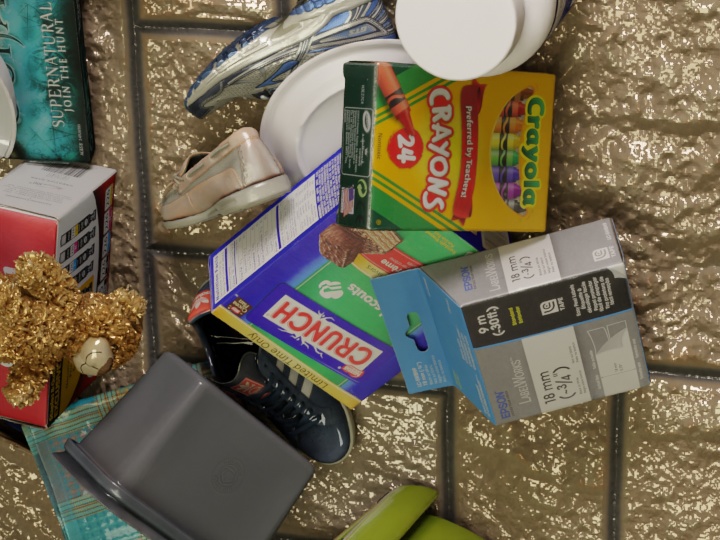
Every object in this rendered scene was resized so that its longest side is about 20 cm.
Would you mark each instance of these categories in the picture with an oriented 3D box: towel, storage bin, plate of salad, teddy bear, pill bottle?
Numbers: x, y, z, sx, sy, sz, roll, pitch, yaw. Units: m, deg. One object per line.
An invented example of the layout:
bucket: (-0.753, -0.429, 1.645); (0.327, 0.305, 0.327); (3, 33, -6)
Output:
towel: (-0.191, 0.171, 1.792); (0.199, 0.022, 0.147); (-18, 106, 1)
storage bin: (-0.145, 0.169, 1.718); (0.134, 0.145, 0.200); (-51, 124, -6)
plate of salad: (0.017, -0.114, 1.617); (0.199, 0.048, 0.201); (-2, 133, -2)
teddy bear: (-0.275, 0.046, 1.627); (0.199, 0.067, 0.145); (29, 105, -26)
pill bottle: (0.094, -0.212, 1.488); (0.119, 0.200, 0.120); (6, 112, 16)

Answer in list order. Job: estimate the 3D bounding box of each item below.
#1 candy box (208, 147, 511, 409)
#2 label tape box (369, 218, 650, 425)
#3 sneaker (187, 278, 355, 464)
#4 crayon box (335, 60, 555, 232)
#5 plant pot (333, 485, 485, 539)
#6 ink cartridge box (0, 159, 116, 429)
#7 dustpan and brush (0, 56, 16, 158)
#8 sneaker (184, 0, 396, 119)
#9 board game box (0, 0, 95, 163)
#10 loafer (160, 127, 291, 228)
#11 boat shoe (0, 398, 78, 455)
candy box: (0.000, 0.000, 1.638); (0.169, 0.077, 0.200); (35, 123, -30)
label tape box: (0.123, 0.051, 1.602); (0.199, 0.063, 0.145); (-15, 132, 5)
sneaker: (-0.084, 0.098, 1.731); (0.075, 0.085, 0.200); (-36, 97, 26)
crayon box: (0.080, -0.095, 1.537); (0.051, 0.199, 0.128); (10, 100, 57)
plant pot: (0.024, 0.314, 1.726); (0.182, 0.199, 0.200); (48, 117, 3)
ink cartridge box: (-0.285, 0.025, 1.717); (0.083, 0.176, 0.201); (12, 114, 12)
dustpan and brush: (-0.334, -0.173, 1.632); (0.139, 0.057, 0.200); (22, 128, -9)
sneaker: (-0.057, -0.166, 1.627); (0.199, 0.077, 0.085); (-29, 104, 26)
board game box: (-0.300, -0.182, 1.680); (0.134, 0.028, 0.201); (2, 128, 4)
loafer: (-0.117, -0.077, 1.647); (0.200, 0.072, 0.063); (-10, 100, 63)
boat shoe: (-0.348, 0.104, 1.825); (0.199, 0.072, 0.072); (28, 116, 6)
